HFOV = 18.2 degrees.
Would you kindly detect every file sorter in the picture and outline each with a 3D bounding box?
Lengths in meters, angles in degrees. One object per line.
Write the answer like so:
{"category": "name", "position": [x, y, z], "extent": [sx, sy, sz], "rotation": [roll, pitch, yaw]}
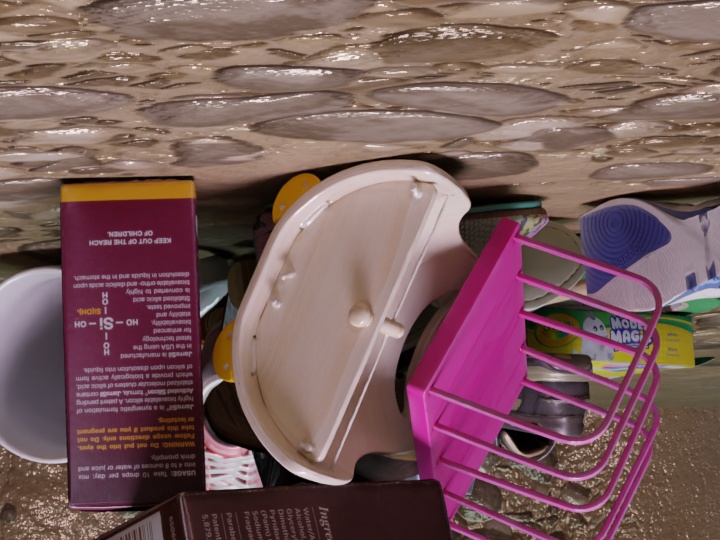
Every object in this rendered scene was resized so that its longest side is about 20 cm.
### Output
{"category": "file sorter", "position": [0.122, 0.092, 1.472], "extent": [0.125, 0.139, 0.200], "rotation": [21, 152, 18]}

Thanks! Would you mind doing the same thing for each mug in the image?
{"category": "mug", "position": [-0.182, 0.053, 1.736], "extent": [0.200, 0.148, 0.175], "rotation": [-36, 170, 17]}

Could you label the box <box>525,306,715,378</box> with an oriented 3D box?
{"category": "box", "position": [0.177, 0.060, 1.804], "extent": [0.200, 0.049, 0.117], "rotation": [7, 168, -35]}

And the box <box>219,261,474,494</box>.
{"category": "box", "position": [-0.009, 0.081, 1.723], "extent": [0.163, 0.086, 0.200], "rotation": [1, -149, -18]}

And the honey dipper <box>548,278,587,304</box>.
{"category": "honey dipper", "position": [0.181, 0.010, 1.647], "extent": [0.200, 0.038, 0.038], "rotation": [-14, 177, -19]}

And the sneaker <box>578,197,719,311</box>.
{"category": "sneaker", "position": [0.254, -0.012, 1.507], "extent": [0.199, 0.081, 0.115], "rotation": [-10, 167, 40]}

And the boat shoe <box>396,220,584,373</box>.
{"category": "boat shoe", "position": [0.067, 0.019, 1.569], "extent": [0.201, 0.072, 0.061], "rotation": [-19, 159, -28]}

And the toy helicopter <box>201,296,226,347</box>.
{"category": "toy helicopter", "position": [-0.086, 0.118, 1.952], "extent": [0.132, 0.201, 0.079], "rotation": [9, 179, -28]}

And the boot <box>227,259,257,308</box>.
{"category": "boot", "position": [0.000, 0.001, 1.634], "extent": [0.144, 0.071, 0.201], "rotation": [-5, 179, -23]}

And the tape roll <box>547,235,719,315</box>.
{"category": "tape roll", "position": [0.183, 0.009, 1.774], "extent": [0.200, 0.048, 0.200], "rotation": [-2, 173, 0]}

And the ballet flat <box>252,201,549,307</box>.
{"category": "ballet flat", "position": [0.027, -0.010, 1.501], "extent": [0.199, 0.071, 0.069], "rotation": [-1, 173, -9]}

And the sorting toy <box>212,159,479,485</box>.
{"category": "sorting toy", "position": [0.013, 0.038, 1.418], "extent": [0.107, 0.200, 0.180], "rotation": [21, 176, 37]}

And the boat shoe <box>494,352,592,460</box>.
{"category": "boat shoe", "position": [0.115, 0.108, 1.718], "extent": [0.074, 0.074, 0.200], "rotation": [3, 170, -16]}

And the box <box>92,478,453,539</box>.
{"category": "box", "position": [-0.057, 0.232, 1.394], "extent": [0.200, 0.165, 0.166], "rotation": [1, 158, -36]}

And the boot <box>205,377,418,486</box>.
{"category": "boot", "position": [-0.035, 0.130, 1.545], "extent": [0.200, 0.072, 0.166], "rotation": [0, 146, -29]}

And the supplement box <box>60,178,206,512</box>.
{"category": "supplement box", "position": [-0.143, 0.051, 1.416], "extent": [0.085, 0.201, 0.110], "rotation": [-2, 172, -4]}

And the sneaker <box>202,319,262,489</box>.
{"category": "sneaker", "position": [-0.112, 0.148, 1.848], "extent": [0.075, 0.201, 0.105], "rotation": [5, -152, 0]}

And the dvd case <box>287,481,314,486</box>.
{"category": "dvd case", "position": [-0.069, 0.175, 1.530], "extent": [0.148, 0.016, 0.200], "rotation": [-17, 166, 16]}
